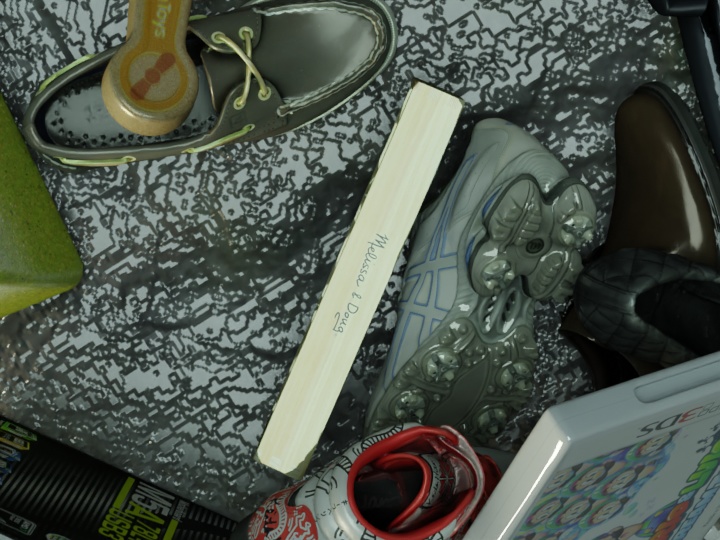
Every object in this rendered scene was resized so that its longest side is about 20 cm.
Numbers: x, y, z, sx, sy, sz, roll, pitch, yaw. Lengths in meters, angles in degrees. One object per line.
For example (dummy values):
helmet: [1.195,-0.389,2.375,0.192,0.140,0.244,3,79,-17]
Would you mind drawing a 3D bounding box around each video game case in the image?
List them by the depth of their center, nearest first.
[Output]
video game case: [0.126,0.109,1.113,0.181,0.201,0.024,-15,59,-34]

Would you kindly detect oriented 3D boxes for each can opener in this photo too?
can opener: [0.184,-0.112,1.175,0.078,0.063,0.202,-18,94,-14]

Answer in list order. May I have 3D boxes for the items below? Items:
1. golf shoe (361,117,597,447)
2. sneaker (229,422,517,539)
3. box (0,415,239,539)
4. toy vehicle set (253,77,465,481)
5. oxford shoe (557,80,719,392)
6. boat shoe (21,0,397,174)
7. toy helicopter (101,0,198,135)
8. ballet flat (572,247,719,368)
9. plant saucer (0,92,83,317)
golf shoe: [0.052,0.014,1.194,0.078,0.098,0.201,12,122,-30]
sneaker: [0.042,0.114,1.125,0.200,0.108,0.068,-7,70,-40]
box: [-0.122,0.143,1.139,0.192,0.200,0.048,23,97,-1]
toy vehicle set: [0.000,0.000,1.160,0.026,0.124,0.201,23,96,-1]
oxford shoe: [0.143,0.005,1.174,0.084,0.073,0.202,-6,94,-23]
boat shoe: [-0.077,-0.096,1.182,0.200,0.060,0.073,-16,96,2]
toy helicopter: [-0.086,-0.159,1.143,0.131,0.079,0.202,11,69,-16]
ballet flat: [0.194,0.035,1.135,0.198,0.057,0.067,11,101,-23]
plant saucer: [-0.270,-0.038,1.171,0.198,0.048,0.201,-22,108,7]
